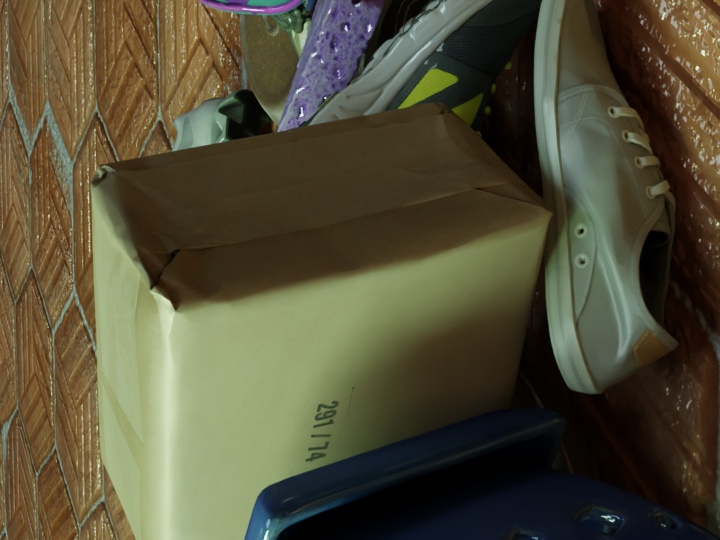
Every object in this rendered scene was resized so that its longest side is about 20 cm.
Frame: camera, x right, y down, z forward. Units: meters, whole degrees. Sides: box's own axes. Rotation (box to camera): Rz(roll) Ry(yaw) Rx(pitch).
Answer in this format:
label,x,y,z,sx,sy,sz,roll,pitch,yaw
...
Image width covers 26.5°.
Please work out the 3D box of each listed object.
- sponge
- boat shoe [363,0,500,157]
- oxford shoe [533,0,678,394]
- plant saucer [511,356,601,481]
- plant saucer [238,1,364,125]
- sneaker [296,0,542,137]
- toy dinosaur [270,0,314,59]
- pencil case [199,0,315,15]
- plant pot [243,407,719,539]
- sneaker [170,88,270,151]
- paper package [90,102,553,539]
label,x,y,z,sx,sy,sz,roll,pitch,yaw
sponge,-0.002,-0.178,0.884,0.112,0.029,0.202,117,168,-48
boat shoe,0.047,-0.058,0.844,0.065,0.071,0.203,0,93,56
oxford shoe,0.114,-0.044,0.706,0.057,0.075,0.203,-11,70,23
plant saucer,0.073,0.125,0.812,0.200,0.034,0.203,34,129,55
plant saucer,-0.048,-0.187,1.086,0.200,0.036,0.203,176,90,-67
sneaker,0.037,-0.082,0.787,0.085,0.200,0.075,48,-174,-9
toy dinosaur,-0.044,-0.177,0.982,0.088,0.047,0.202,116,143,-69
pencil case,-0.043,-0.246,0.907,0.092,0.084,0.202,-48,22,56
plant pot,0.043,0.185,0.664,0.180,0.198,0.202,45,133,35
sneaker,-0.123,-0.035,1.164,0.088,0.074,0.202,-8,62,31
paper package,-0.024,0.039,0.714,0.104,0.188,0.202,-125,31,-42
